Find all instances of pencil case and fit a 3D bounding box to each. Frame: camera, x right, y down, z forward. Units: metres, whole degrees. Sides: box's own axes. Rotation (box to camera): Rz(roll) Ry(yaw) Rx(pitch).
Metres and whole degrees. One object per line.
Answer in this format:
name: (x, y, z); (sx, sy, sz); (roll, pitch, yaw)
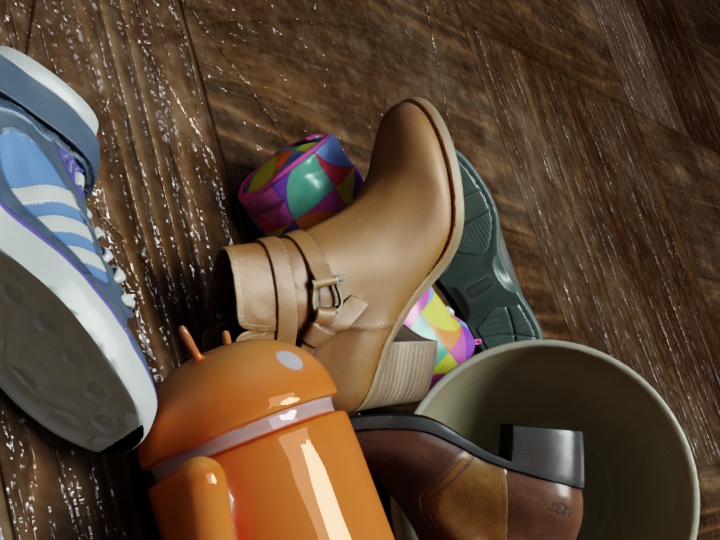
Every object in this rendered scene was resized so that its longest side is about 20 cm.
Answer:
pencil case: (0.000, 0.000, 0.871); (0.201, 0.088, 0.089); (54, 30, -18)

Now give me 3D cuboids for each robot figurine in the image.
robot figurine: (-0.048, 0.124, 0.657); (0.142, 0.116, 0.203); (-15, 79, -37)

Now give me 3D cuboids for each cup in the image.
cup: (0.128, 0.155, 0.878); (0.143, 0.198, 0.203); (38, 31, -77)

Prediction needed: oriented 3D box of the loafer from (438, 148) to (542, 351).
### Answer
loafer: (0.094, -0.010, 1.068); (0.063, 0.071, 0.202); (-71, 138, -78)

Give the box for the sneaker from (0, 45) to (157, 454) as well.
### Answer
sneaker: (-0.149, -0.024, 0.643); (0.201, 0.080, 0.147); (50, 35, -13)

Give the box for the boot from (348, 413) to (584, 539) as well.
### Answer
boot: (0.044, 0.193, 0.785); (0.068, 0.185, 0.204); (135, -39, -83)

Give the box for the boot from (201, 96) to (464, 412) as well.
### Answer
boot: (-0.022, -0.012, 0.773); (0.153, 0.076, 0.204); (4, 99, -34)

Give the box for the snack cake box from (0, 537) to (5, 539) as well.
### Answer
snack cake box: (-0.119, 0.205, 0.528); (0.200, 0.067, 0.116); (41, 36, -36)
